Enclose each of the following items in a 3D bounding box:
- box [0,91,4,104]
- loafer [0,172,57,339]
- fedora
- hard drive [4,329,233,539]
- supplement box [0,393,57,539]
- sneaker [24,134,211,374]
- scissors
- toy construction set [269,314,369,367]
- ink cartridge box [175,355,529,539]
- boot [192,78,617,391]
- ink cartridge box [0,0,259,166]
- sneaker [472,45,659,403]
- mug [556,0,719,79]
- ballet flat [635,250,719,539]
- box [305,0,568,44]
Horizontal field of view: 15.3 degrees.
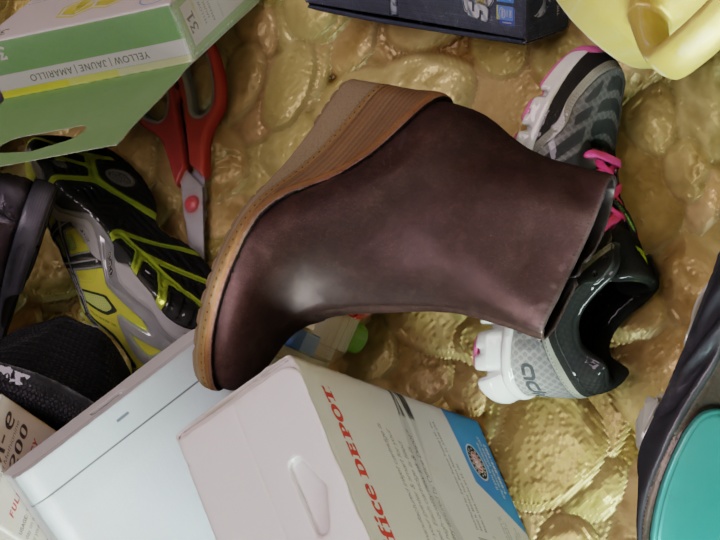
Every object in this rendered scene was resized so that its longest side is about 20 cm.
[{"bbox_3d":[-0.320,-0.087,1.691,0.200,0.132,0.115,-65,29,3],"label":"box"},{"bbox_3d":[-0.237,0.010,1.627,0.072,0.063,0.200,-77,11,-46],"label":"loafer"},{"bbox_3d":[-0.189,0.090,1.581,0.200,0.201,0.092,-5,45,32],"label":"fedora"},{"bbox_3d":[-0.085,0.151,1.452,0.132,0.200,0.027,-38,17,-20],"label":"hard drive"},{"bbox_3d":[-0.177,0.156,1.501,0.126,0.200,0.074,-16,47,42],"label":"supplement box"},{"bbox_3d":[-0.157,-0.009,1.625,0.200,0.075,0.076,53,128,39],"label":"sneaker"},{"bbox_3d":[-0.098,-0.054,1.631,0.073,0.014,0.200,-27,65,25],"label":"scissors"},{"bbox_3d":[0.000,0.000,1.500,0.200,0.092,0.131,-54,36,-8],"label":"toy construction set"},{"bbox_3d":[0.011,0.141,1.401,0.086,0.200,0.147,-34,62,21],"label":"ink cartridge box"},{"bbox_3d":[0.021,0.000,1.393,0.166,0.072,0.200,25,73,21],"label":"boot"},{"bbox_3d":[-0.163,-0.128,1.595,0.145,0.200,0.048,-8,114,30],"label":"ink cartridge box"},{"bbox_3d":[0.125,-0.020,1.447,0.087,0.074,0.200,11,86,30],"label":"sneaker"},{"bbox_3d":[0.169,-0.184,1.402,0.153,0.187,0.149,-43,81,26],"label":"mug"},{"bbox_3d":[0.186,0.062,1.396,0.073,0.073,0.200,26,99,34],"label":"ballet flat"},{"bbox_3d":[0.042,-0.238,1.516,0.157,0.051,0.200,14,113,35],"label":"box"}]
